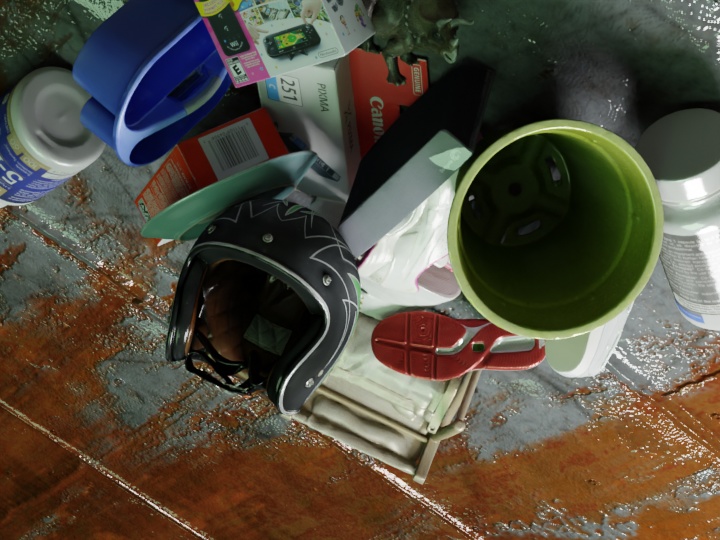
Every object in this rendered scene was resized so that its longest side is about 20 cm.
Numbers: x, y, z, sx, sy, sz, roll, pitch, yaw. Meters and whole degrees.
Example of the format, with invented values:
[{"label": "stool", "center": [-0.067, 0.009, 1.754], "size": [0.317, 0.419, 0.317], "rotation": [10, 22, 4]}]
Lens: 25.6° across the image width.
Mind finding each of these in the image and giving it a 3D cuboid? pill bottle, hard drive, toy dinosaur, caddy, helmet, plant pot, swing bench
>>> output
[{"label": "pill bottle", "center": [0.329, -0.048, 1.502], "size": [0.113, 0.114, 0.201], "rotation": [1, 139, 30]}, {"label": "hard drive", "center": [0.050, -0.111, 1.559], "size": [0.042, 0.136, 0.200], "rotation": [33, 136, -16]}, {"label": "toy dinosaur", "center": [0.020, -0.242, 1.494], "size": [0.199, 0.077, 0.103], "rotation": [30, 130, 18]}, {"label": "caddy", "center": [-0.191, -0.194, 1.570], "size": [0.104, 0.200, 0.142], "rotation": [32, 150, 18]}, {"label": "pill bottle", "center": [-0.385, -0.142, 1.811], "size": [0.120, 0.120, 0.199], "rotation": [40, 142, -21]}, {"label": "helmet", "center": [-0.090, 0.026, 1.569], "size": [0.198, 0.192, 0.200], "rotation": [22, -176, -2]}, {"label": "plant pot", "center": [0.164, -0.058, 1.502], "size": [0.199, 0.201, 0.190], "rotation": [34, -172, -14]}, {"label": "swing bench", "center": [0.030, 0.133, 1.911], "size": [0.197, 0.131, 0.200], "rotation": [25, 150, -2]}]

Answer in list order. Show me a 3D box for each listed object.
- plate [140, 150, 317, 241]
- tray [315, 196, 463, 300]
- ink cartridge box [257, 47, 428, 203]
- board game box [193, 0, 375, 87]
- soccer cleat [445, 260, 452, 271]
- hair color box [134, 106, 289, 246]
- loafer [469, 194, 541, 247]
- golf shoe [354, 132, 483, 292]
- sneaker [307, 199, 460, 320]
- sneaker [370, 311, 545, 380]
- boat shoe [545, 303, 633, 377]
[{"label": "plate", "center": [-0.130, -0.069, 1.627], "size": [0.200, 0.199, 0.026], "rotation": [-29, 84, 49]}, {"label": "tray", "center": [0.034, -0.028, 1.788], "size": [0.198, 0.022, 0.108], "rotation": [25, 144, 1]}, {"label": "ink cartridge box", "center": [-0.014, -0.150, 1.642], "size": [0.174, 0.045, 0.201], "rotation": [14, 144, 17]}, {"label": "board game box", "center": [-0.092, -0.283, 1.452], "size": [0.147, 0.064, 0.201], "rotation": [-10, 112, 39]}, {"label": "soccer cleat", "center": [0.124, -0.008, 1.721], "size": [0.198, 0.067, 0.077], "rotation": [24, 139, -6]}, {"label": "hair color box", "center": [-0.162, -0.097, 1.695], "size": [0.064, 0.110, 0.200], "rotation": [63, 156, 2]}, {"label": "loafer", "center": [0.200, -0.036, 1.654], "size": [0.198, 0.073, 0.072], "rotation": [24, -176, -9]}, {"label": "golf shoe", "center": [0.074, -0.061, 1.638], "size": [0.091, 0.076, 0.200], "rotation": [33, 114, -18]}, {"label": "sneaker", "center": [0.000, 0.000, 1.746], "size": [0.199, 0.074, 0.115], "rotation": [28, 146, -23]}, {"label": "sneaker", "center": [0.116, 0.088, 1.788], "size": [0.198, 0.079, 0.115], "rotation": [4, 176, 12]}, {"label": "boat shoe", "center": [0.252, 0.015, 1.604], "size": [0.072, 0.202, 0.068], "rotation": [17, -178, 41]}]
